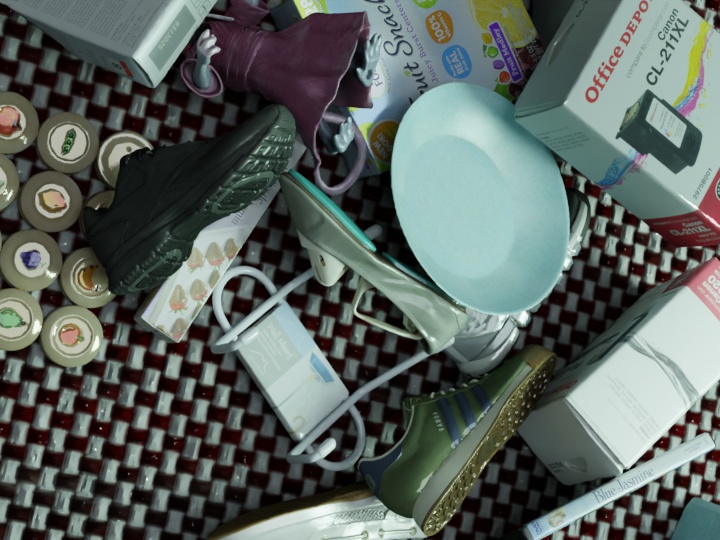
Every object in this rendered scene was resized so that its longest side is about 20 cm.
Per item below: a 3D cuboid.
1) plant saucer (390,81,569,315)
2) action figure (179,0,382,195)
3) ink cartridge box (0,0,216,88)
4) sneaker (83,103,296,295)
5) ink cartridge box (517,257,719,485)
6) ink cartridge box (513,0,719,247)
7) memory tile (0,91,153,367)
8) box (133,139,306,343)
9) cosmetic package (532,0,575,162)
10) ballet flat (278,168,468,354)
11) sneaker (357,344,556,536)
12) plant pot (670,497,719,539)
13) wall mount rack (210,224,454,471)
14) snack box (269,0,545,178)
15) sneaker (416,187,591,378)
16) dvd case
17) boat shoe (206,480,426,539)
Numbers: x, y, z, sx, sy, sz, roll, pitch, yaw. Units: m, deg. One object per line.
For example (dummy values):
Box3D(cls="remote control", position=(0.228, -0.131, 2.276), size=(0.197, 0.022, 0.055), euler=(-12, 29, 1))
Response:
Box3D(cls="plant saucer", position=(0.093, -0.057, 1.104), size=(0.201, 0.039, 0.201), euler=(12, 70, -35))
Box3D(cls="action figure", position=(-0.080, -0.172, 1.073), size=(0.200, 0.149, 0.134), euler=(19, 57, 21))
Box3D(cls="ink cartridge box", position=(-0.197, -0.243, 1.029), size=(0.162, 0.200, 0.050), euler=(-58, 150, -14))
Box3D(cls="sneaker", position=(-0.138, -0.069, 1.012), size=(0.200, 0.076, 0.091), euler=(-38, 75, 12))
Box3D(cls="ink cartridge box", position=(0.246, 0.092, 1.169), size=(0.200, 0.146, 0.085), euler=(-41, 88, -19))
Box3D(cls="ink cartridge box", position=(0.250, -0.134, 1.108), size=(0.200, 0.083, 0.146), euler=(35, 76, -19))
Box3D(cls="memory tile", position=(-0.255, -0.032, 1.049), size=(0.153, 0.017, 0.200), euler=(19, 80, -20))
Box3D(cls="box", position=(-0.116, -0.032, 1.092), size=(0.039, 0.041, 0.200), euler=(36, 76, -16))
Box3D(cls="cosmetic package", position=(0.213, -0.202, 1.198), size=(0.090, 0.107, 0.200), euler=(7, 86, -23))
Box3D(cls="ballet flat", position=(0.000, 0.000, 1.060), size=(0.200, 0.067, 0.064), euler=(37, 95, -17))
Box3D(cls="sneaker", position=(0.077, 0.122, 1.104), size=(0.090, 0.067, 0.200), euler=(28, 59, 25))
Box3D(cls="plant pot", position=(0.389, 0.345, 1.188), size=(0.196, 0.200, 0.196), euler=(33, 76, -18))
Box3D(cls="wall mount rack", position=(-0.025, 0.063, 1.106), size=(0.174, 0.075, 0.200), euler=(-41, 103, -33))
Box3D(cls="snack box", position=(0.048, -0.198, 1.152), size=(0.200, 0.068, 0.169), euler=(-31, 99, -19))
Box3D(cls="sneaker", position=(0.116, -0.014, 1.167), size=(0.115, 0.075, 0.200), euler=(36, 76, -14))
Box3D(cls="dvd case", position=(0.200, 0.203, 1.152), size=(0.200, 0.143, 0.018), euler=(-22, 76, -21))
Box3D(cls="boat shoe", position=(-0.027, 0.221, 1.096), size=(0.200, 0.071, 0.069), euler=(-10, 89, -23))
